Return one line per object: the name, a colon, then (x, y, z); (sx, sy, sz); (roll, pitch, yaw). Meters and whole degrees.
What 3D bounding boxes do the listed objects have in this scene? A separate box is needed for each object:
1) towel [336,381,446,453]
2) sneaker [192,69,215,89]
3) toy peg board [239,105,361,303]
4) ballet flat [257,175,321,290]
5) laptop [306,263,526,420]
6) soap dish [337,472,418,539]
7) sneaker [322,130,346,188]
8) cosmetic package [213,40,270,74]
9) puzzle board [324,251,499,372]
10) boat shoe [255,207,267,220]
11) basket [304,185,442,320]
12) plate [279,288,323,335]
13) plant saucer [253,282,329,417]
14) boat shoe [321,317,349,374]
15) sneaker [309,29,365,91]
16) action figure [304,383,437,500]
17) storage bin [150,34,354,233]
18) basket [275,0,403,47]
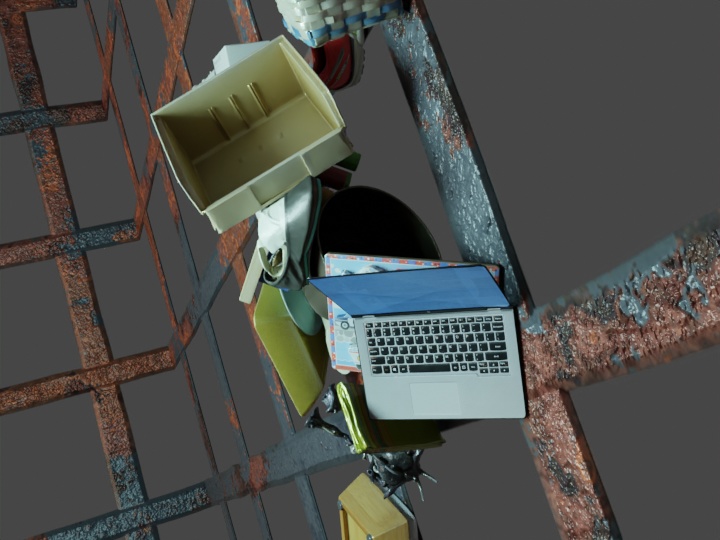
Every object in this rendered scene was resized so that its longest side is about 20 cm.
towel: (0.043, 0.182, 1.036); (0.018, 0.199, 0.087); (-30, 67, 26)
sneaker: (-0.280, -0.354, 1.634); (0.200, 0.074, 0.088); (26, 114, 53)
toy peg board: (-0.077, -0.076, 1.125); (0.201, 0.097, 0.200); (116, 170, -48)
ballet flat: (-0.087, -0.036, 0.978); (0.201, 0.068, 0.068); (103, 164, -54)
laptop: (0.064, 0.084, 0.872); (0.186, 0.116, 0.202); (-4, 102, 22)
soap dish: (0.029, 0.448, 1.313); (0.157, 0.081, 0.202); (30, 128, 60)
sneaker: (-0.066, -0.161, 1.235); (0.089, 0.078, 0.200); (53, 150, -2)
cosmetic package: (-0.183, -0.277, 1.411); (0.107, 0.084, 0.202); (178, 79, -70)
puzzle board: (0.057, 0.058, 0.943); (0.017, 0.198, 0.152); (-53, -36, -61)
boat shoe: (-0.122, -0.064, 1.413); (0.064, 0.070, 0.202); (-8, 102, 68)
basket: (0.000, 0.000, 1.078); (0.180, 0.136, 0.200); (47, 161, -1)
plate: (-0.085, 0.001, 1.294); (0.200, 0.025, 0.202); (-14, -90, -74)
plant saucer: (-0.096, 0.094, 1.323); (0.201, 0.048, 0.201); (-81, -27, -56)
boat shoe: (-0.026, 0.051, 1.248); (0.072, 0.059, 0.202); (-13, 91, 56)
sneaker: (-0.041, -0.326, 1.053); (0.077, 0.084, 0.202); (37, 135, 55)
action figure: (0.024, 0.242, 1.190); (0.199, 0.102, 0.119); (34, 114, 3)
storage bin: (-0.133, -0.167, 1.014); (0.094, 0.199, 0.199); (61, 177, -40)
basket: (-0.042, -0.366, 0.921); (0.139, 0.175, 0.201); (-129, 23, -52)
